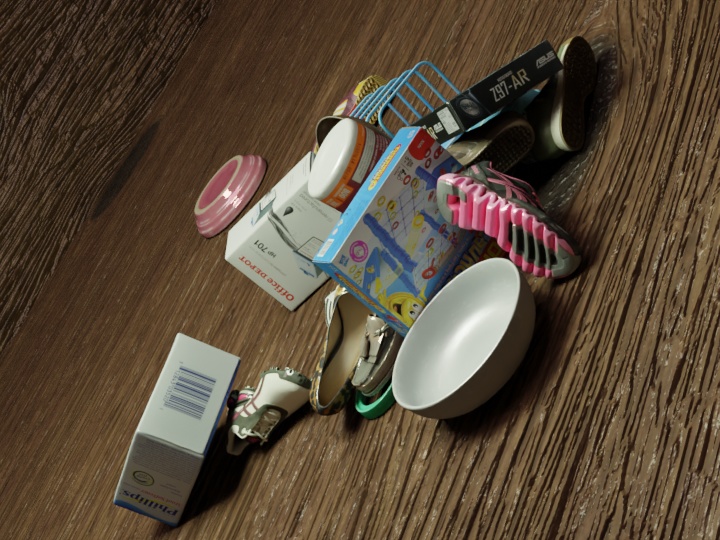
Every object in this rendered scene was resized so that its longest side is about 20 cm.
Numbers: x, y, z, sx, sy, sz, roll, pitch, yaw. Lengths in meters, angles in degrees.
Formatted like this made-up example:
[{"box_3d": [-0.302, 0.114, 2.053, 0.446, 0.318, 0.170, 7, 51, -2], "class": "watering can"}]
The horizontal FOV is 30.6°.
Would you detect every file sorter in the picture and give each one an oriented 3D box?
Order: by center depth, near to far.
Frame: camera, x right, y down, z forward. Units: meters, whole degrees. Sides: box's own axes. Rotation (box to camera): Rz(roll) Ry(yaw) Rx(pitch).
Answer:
[{"box_3d": [0.061, -0.205, 1.932, 0.139, 0.123, 0.200, -50, 12, -21], "class": "file sorter"}]

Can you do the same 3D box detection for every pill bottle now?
[{"box_3d": [0.040, -0.107, 1.737, 0.114, 0.198, 0.115, -52, 23, 32], "class": "pill bottle"}]

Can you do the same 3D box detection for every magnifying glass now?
[{"box_3d": [0.035, 0.104, 1.677, 0.079, 0.022, 0.201, -34, 27, 38], "class": "magnifying glass"}]

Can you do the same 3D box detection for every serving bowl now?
[{"box_3d": [0.125, 0.086, 1.462, 0.200, 0.066, 0.201, -42, 22, 22], "class": "serving bowl"}]

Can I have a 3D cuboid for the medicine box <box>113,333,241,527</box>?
[{"box_3d": [-0.262, 0.229, 1.875, 0.201, 0.102, 0.183, 115, 174, -46], "class": "medicine box"}]

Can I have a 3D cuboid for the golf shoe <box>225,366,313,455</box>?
[{"box_3d": [-0.123, 0.194, 1.800, 0.200, 0.077, 0.089, -36, 35, 52], "class": "golf shoe"}]

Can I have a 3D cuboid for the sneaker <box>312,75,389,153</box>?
[{"box_3d": [-0.023, -0.251, 2.306, 0.201, 0.075, 0.090, -52, 12, -18], "class": "sneaker"}]

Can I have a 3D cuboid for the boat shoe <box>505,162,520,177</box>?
[{"box_3d": [0.159, -0.087, 1.685, 0.072, 0.072, 0.201, 22, 69, 46], "class": "boat shoe"}]

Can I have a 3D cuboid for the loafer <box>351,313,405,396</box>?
[{"box_3d": [0.035, 0.055, 1.628, 0.202, 0.063, 0.072, -61, 26, -7], "class": "loafer"}]

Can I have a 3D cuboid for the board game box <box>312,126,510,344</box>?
[{"box_3d": [0.075, -0.032, 1.574, 0.201, 0.195, 0.056, -56, 23, -13], "class": "board game box"}]

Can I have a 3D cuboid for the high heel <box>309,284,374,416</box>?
[{"box_3d": [-0.014, 0.081, 1.651, 0.143, 0.070, 0.202, -61, -13, -71], "class": "high heel"}]

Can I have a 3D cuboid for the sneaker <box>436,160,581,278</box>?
[{"box_3d": [0.183, -0.067, 1.504, 0.095, 0.199, 0.080, -30, -37, -35], "class": "sneaker"}]

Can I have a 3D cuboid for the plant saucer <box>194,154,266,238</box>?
[{"box_3d": [-0.273, -0.160, 2.679, 0.200, 0.051, 0.201, -43, 22, 22], "class": "plant saucer"}]

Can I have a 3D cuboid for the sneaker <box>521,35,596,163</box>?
[{"box_3d": [0.246, -0.217, 1.698, 0.089, 0.067, 0.202, -25, 36, 39], "class": "sneaker"}]

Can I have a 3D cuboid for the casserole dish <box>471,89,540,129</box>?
[{"box_3d": [0.181, -0.181, 1.816, 0.201, 0.039, 0.121, -59, 22, -15], "class": "casserole dish"}]

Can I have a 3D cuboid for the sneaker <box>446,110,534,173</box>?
[{"box_3d": [0.130, -0.129, 1.657, 0.199, 0.071, 0.076, -32, 25, 8], "class": "sneaker"}]

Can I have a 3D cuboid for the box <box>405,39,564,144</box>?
[{"box_3d": [0.154, -0.219, 1.691, 0.159, 0.044, 0.200, -33, 4, -14], "class": "box"}]

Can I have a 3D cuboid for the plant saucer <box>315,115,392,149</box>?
[{"box_3d": [0.017, -0.148, 1.883, 0.032, 0.201, 0.200, -44, 18, -22], "class": "plant saucer"}]

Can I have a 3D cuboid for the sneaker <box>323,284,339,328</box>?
[{"box_3d": [0.000, 0.000, 1.825, 0.115, 0.075, 0.202, -11, 53, 58], "class": "sneaker"}]

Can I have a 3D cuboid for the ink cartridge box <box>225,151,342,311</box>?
[{"box_3d": [-0.090, -0.058, 2.014, 0.200, 0.146, 0.086, -42, 25, 22], "class": "ink cartridge box"}]
